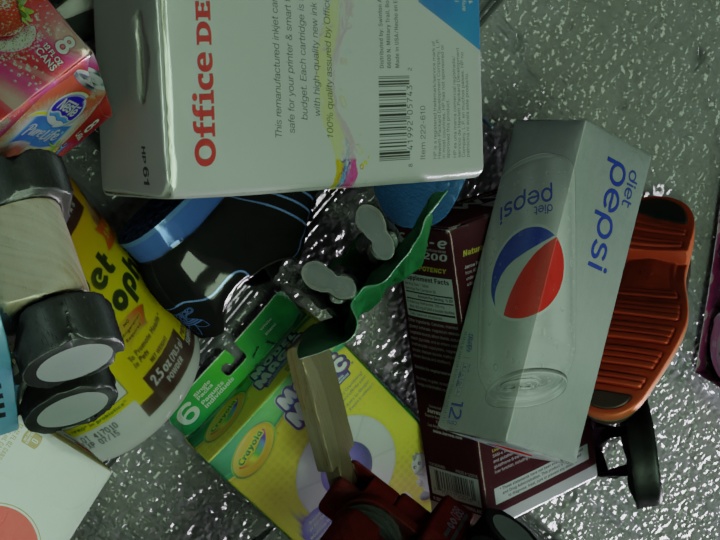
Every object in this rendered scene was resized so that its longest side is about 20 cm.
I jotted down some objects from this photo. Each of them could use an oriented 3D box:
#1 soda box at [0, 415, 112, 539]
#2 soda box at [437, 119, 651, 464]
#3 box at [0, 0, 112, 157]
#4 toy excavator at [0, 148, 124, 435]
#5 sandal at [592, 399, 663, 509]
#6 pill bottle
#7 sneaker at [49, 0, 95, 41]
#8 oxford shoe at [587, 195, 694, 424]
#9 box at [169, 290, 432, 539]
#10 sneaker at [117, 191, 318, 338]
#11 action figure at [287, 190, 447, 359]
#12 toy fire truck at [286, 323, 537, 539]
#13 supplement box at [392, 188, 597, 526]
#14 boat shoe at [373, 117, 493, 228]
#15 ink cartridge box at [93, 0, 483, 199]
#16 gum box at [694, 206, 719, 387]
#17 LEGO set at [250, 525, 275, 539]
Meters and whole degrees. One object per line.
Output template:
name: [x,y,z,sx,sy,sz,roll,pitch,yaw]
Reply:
soda box: [-0.215,0.165,0.800,0.068,0.064,0.201,36,80,-26]
soda box: [0.114,0.012,0.956,0.068,0.063,0.202,21,81,-38]
box: [-0.220,-0.130,0.747,0.099,0.096,0.200,-40,81,-10]
toy excavator: [-0.222,0.045,0.732,0.198,0.195,0.101,-15,68,-17]
sandal: [0.174,0.113,1.059,0.047,0.200,0.076,-8,91,7]
pill bottle: [-0.183,0.006,0.861,0.109,0.109,0.201,-42,121,-9]
sneaker: [-0.091,-0.153,0.876,0.199,0.074,0.085,-25,117,-18]
oxford shoe: [0.188,0.039,1.042,0.201,0.070,0.073,-60,152,-42]
box: [-0.025,0.116,1.019,0.117,0.048,0.200,-47,120,-7]
sneaker: [-0.055,-0.045,0.906,0.200,0.070,0.078,-47,114,-32]
action figure: [0.000,0.000,0.916,0.118,0.200,0.055,-44,87,-2]
toy fire truck: [0.004,0.148,0.918,0.199,0.176,0.129,37,107,6]
supplement box: [0.090,0.054,1.021,0.108,0.061,0.202,-18,107,-37]
boat shoe: [0.043,-0.129,0.949,0.083,0.069,0.202,5,103,3]
ink cartridge box: [-0.037,-0.116,0.821,0.198,0.084,0.146,-6,98,-35]
gum box: [0.323,-0.012,1.143,0.112,0.066,0.202,-3,108,-28]
LEGO set: [-0.137,0.224,0.921,0.199,0.153,0.117,-31,101,-37]
